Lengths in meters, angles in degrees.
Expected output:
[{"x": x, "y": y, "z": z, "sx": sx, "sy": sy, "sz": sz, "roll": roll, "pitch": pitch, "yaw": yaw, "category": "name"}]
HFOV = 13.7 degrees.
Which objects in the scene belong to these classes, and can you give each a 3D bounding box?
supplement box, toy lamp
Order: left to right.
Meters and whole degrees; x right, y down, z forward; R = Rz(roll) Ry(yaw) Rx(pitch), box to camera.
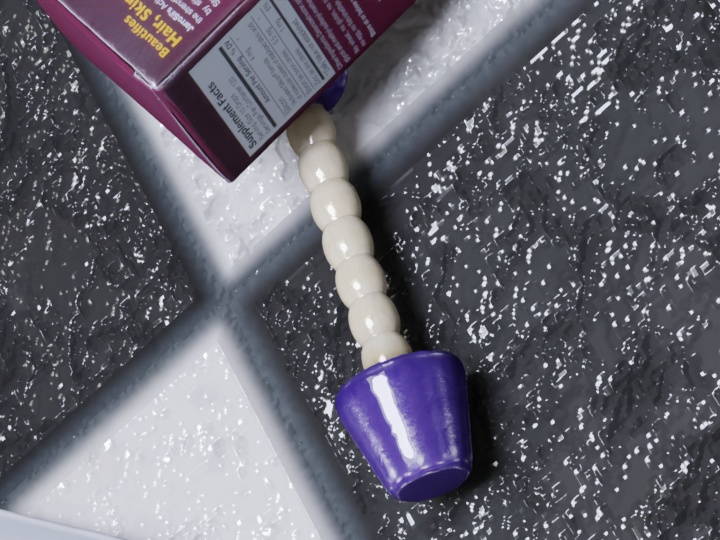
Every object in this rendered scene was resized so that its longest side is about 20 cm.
[{"x": -0.032, "y": -0.151, "z": 1.247, "sx": 0.200, "sy": 0.086, "sz": 0.110, "roll": -45, "pitch": 56, "yaw": -5, "category": "supplement box"}, {"x": 0.000, "y": 0.000, "z": 1.254, "sx": 0.058, "sy": 0.058, "sz": 0.201, "roll": -30, "pitch": 65, "yaw": 27, "category": "toy lamp"}]

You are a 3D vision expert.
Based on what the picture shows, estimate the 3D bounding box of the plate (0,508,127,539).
[{"x": -0.181, "y": 0.203, "z": 1.359, "sx": 0.200, "sy": 0.032, "sz": 0.200, "roll": 11, "pitch": 87, "yaw": 36, "category": "plate"}]
